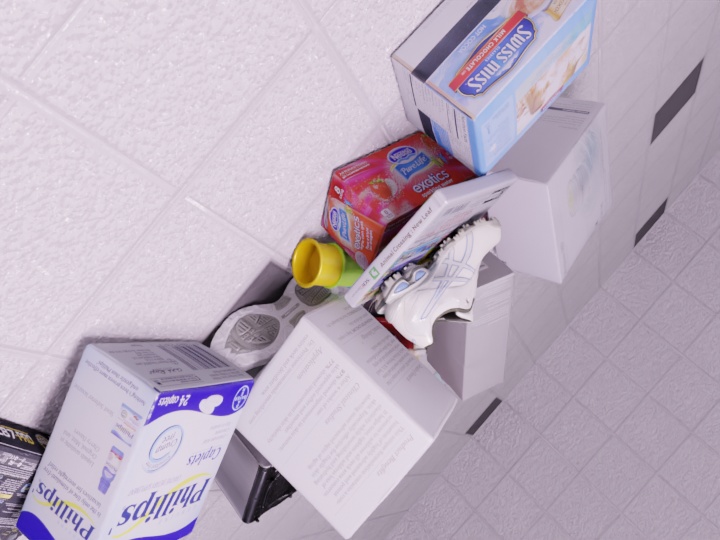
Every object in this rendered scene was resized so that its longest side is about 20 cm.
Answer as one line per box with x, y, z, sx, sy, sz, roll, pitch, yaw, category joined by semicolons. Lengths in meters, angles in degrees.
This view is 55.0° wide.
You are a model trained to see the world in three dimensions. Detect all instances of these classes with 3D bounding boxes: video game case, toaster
0.087;-0.042;0.825;0.199;0.022;0.182;-23;159;-53;video game case
-0.130;0.281;1.090;0.179;0.118;0.203;-25;147;-40;toaster

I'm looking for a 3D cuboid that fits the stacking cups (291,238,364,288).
0.000;0.000;0.914;0.197;0.061;0.061;8;122;-46;stacking cups

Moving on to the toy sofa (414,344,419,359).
0.011;0.194;1.264;0.198;0.097;0.084;-36;134;-24;toy sofa

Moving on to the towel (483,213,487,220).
0.180;-0.102;1.058;0.022;0.148;0.200;-6;160;14;towel

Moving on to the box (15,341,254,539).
-0.229;0.188;0.732;0.204;0.103;0.183;-66;159;5;box

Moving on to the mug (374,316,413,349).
0.000;0.152;1.044;0.199;0.179;0.133;38;114;-24;mug

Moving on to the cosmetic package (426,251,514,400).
0.154;0.072;0.995;0.088;0.107;0.204;-21;130;-20;cosmetic package

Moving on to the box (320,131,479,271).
0.057;-0.094;0.874;0.198;0.100;0.097;-30;152;-35;box

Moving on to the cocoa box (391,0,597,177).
0.154;-0.239;0.786;0.200;0.131;0.134;-46;156;-5;cocoa box

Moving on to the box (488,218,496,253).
0.188;-0.008;1.243;0.201;0.036;0.144;-50;-178;4;box

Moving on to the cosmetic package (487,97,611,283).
0.299;-0.129;1.094;0.201;0.121;0.202;-48;137;-26;cosmetic package

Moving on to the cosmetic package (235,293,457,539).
-0.016;0.168;0.844;0.168;0.200;0.166;-50;171;16;cosmetic package

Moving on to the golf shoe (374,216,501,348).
0.112;0.016;0.828;0.198;0.098;0.079;-36;167;-22;golf shoe

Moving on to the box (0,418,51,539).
-0.379;0.219;0.659;0.161;0.049;0.201;-47;157;-10;box

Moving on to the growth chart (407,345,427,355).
0.134;0.041;1.088;0.144;0.017;0.205;14;93;-59;growth chart

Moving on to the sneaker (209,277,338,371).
-0.109;0.085;0.892;0.198;0.078;0.100;-31;154;-33;sneaker

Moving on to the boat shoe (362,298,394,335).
0.031;0.096;1.156;0.071;0.065;0.202;-33;151;-26;boat shoe
